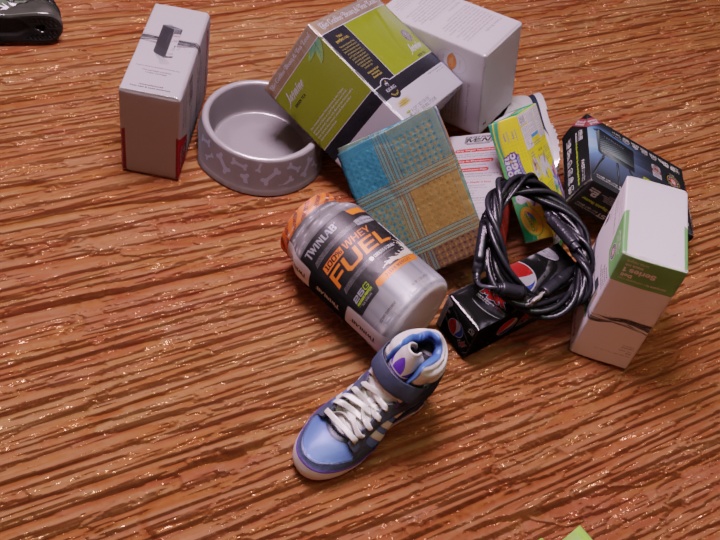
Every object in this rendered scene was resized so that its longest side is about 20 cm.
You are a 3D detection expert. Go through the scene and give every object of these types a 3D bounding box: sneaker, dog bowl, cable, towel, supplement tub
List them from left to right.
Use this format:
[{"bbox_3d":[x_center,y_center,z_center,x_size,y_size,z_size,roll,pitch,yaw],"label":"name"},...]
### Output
[{"bbox_3d":[-0.564,-0.405,1.252,0.198,0.077,0.115,-6,51,-22],"label":"sneaker"},{"bbox_3d":[-0.144,-0.201,1.197,0.198,0.059,0.201,7,50,-8],"label":"dog bowl"},{"bbox_3d":[0.000,0.000,1.024,0.200,0.123,0.122,41,53,20],"label":"supplement tub"},{"bbox_3d":[0.015,0.133,0.901,0.199,0.147,0.081,-28,62,-32],"label":"sneaker"},{"bbox_3d":[0.069,-0.094,1.077,0.146,0.022,0.201,-22,96,8],"label":"towel"},{"bbox_3d":[0.264,-0.205,1.301,0.080,0.077,0.201,-3,45,-5],"label":"sneaker"},{"bbox_3d":[0.226,-0.039,1.046,0.162,0.051,0.201,17,61,-6],"label":"cable"}]

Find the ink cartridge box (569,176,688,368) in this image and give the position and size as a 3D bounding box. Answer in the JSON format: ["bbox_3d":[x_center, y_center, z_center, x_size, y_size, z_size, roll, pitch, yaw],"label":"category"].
[{"bbox_3d":[0.343,0.006,1.056,0.084,0.201,0.147,16,48,4],"label":"ink cartridge box"}]

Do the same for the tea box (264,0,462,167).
[{"bbox_3d":[0.008,-0.268,1.188,0.197,0.134,0.200,46,41,0],"label":"tea box"}]

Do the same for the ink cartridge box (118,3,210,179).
[{"bbox_3d":[-0.272,-0.254,1.151,0.083,0.145,0.201,11,49,-5],"label":"ink cartridge box"}]

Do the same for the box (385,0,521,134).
[{"bbox_3d":[0.135,-0.333,1.286,0.199,0.153,0.106,30,57,24],"label":"box"}]

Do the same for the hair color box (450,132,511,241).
[{"bbox_3d":[0.165,-0.112,1.174,0.101,0.061,0.201,-2,46,22],"label":"hair color box"}]

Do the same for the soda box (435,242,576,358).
[{"bbox_3d":[0.200,0.037,1.076,0.199,0.071,0.063,-23,61,-28],"label":"soda box"}]

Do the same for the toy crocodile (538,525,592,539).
[{"bbox_3d":[0.173,0.325,0.839,0.199,0.062,0.068,-22,59,-29],"label":"toy crocodile"}]

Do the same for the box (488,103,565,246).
[{"bbox_3d":[0.247,-0.128,1.166,0.117,0.048,0.201,-36,107,-58],"label":"box"}]

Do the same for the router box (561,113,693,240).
[{"bbox_3d":[0.400,-0.128,1.235,0.199,0.062,0.151,24,48,-16],"label":"router box"}]
